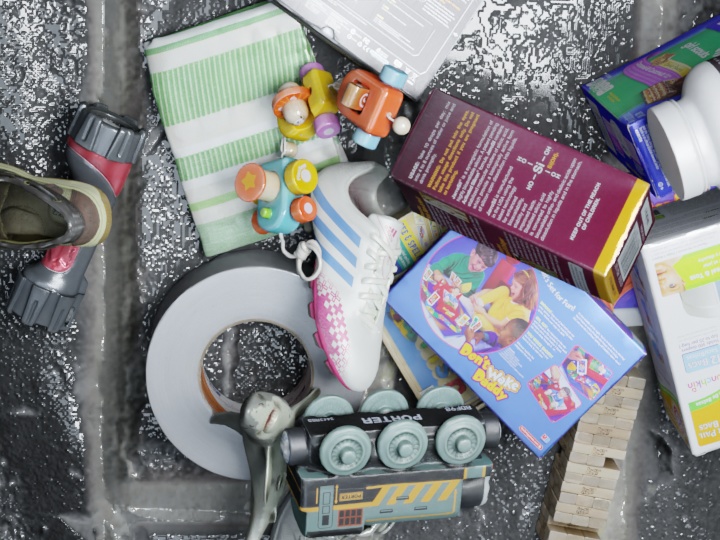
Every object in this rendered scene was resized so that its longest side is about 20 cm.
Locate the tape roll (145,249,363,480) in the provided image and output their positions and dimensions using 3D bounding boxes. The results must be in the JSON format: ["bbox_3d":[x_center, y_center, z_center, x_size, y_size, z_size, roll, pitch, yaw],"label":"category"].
[{"bbox_3d":[-0.096,0.086,1.547,0.197,0.066,0.203,-1,104,-4],"label":"tape roll"}]

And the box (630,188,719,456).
[{"bbox_3d":[0.311,0.043,1.501,0.111,0.101,0.202,-16,106,1],"label":"box"}]

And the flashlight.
[{"bbox_3d":[-0.256,-0.046,1.500,0.067,0.068,0.202,30,103,15],"label":"flashlight"}]

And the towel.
[{"bbox_3d":[-0.098,-0.129,1.513,0.151,0.023,0.202,-17,107,1],"label":"towel"}]

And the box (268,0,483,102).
[{"bbox_3d":[0.009,-0.266,1.457,0.199,0.048,0.159,34,89,-12],"label":"box"}]

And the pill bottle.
[{"bbox_3d":[0.329,-0.128,1.323,0.198,0.113,0.114,-21,106,1],"label":"pill bottle"}]

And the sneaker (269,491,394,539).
[{"bbox_3d":[-0.022,0.228,1.565,0.073,0.116,0.201,29,102,-13],"label":"sneaker"}]

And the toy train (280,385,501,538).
[{"bbox_3d":[0.025,0.168,1.470,0.197,0.085,0.115,-3,114,-17],"label":"toy train"}]

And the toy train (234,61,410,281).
[{"bbox_3d":[-0.042,-0.100,1.437,0.055,0.150,0.201,13,113,-39],"label":"toy train"}]

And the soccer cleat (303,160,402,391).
[{"bbox_3d":[0.000,0.000,1.464,0.086,0.070,0.203,-16,75,28],"label":"soccer cleat"}]

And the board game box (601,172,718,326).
[{"bbox_3d":[0.265,-0.020,1.557,0.197,0.045,0.136,-3,105,-3],"label":"board game box"}]

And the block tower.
[{"bbox_3d":[0.216,0.176,1.600,0.053,0.058,0.202,10,103,-8],"label":"block tower"}]

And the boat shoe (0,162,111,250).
[{"bbox_3d":[-0.311,-0.056,1.457,0.198,0.065,0.074,3,95,24],"label":"boat shoe"}]

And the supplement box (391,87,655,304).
[{"bbox_3d":[0.136,-0.060,1.403,0.198,0.110,0.086,26,83,17],"label":"supplement box"}]

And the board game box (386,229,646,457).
[{"bbox_3d":[0.137,0.046,1.509,0.134,0.045,0.200,-44,91,10],"label":"board game box"}]

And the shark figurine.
[{"bbox_3d":[-0.103,0.171,1.510,0.089,0.128,0.217,21,123,16],"label":"shark figurine"}]

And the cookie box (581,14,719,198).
[{"bbox_3d":[0.309,-0.157,1.460,0.198,0.171,0.076,-27,109,2],"label":"cookie box"}]

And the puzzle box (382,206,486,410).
[{"bbox_3d":[0.079,0.035,1.567,0.132,0.025,0.201,-31,105,3],"label":"puzzle box"}]
